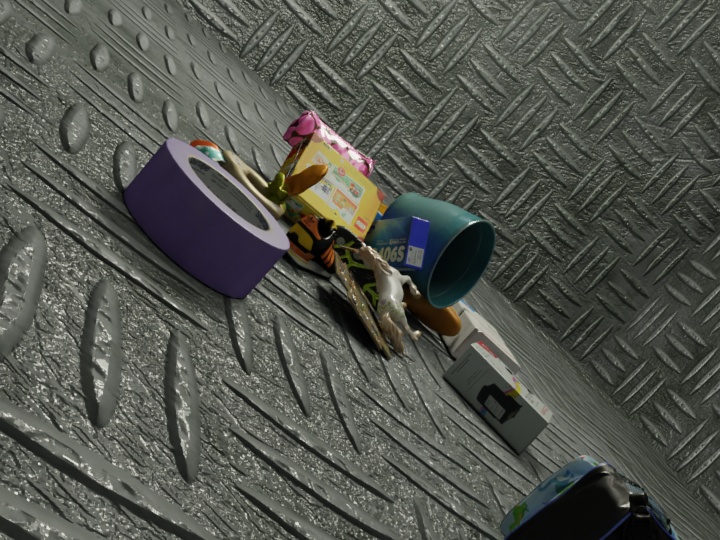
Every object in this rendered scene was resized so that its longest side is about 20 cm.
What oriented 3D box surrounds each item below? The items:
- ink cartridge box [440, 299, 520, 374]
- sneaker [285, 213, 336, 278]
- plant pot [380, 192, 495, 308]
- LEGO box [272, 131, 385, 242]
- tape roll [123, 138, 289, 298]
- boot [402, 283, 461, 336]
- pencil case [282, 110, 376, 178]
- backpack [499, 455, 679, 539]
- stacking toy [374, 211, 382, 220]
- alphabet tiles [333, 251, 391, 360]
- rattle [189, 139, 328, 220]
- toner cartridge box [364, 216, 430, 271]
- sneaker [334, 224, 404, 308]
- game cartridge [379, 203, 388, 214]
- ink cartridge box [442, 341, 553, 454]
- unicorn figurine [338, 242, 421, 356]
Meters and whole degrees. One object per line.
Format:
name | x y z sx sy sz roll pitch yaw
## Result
ink cartridge box | 0.250 0.156 1.977 0.146 0.084 0.200 41 10 -19
sneaker | -0.063 -0.046 1.531 0.070 0.090 0.200 46 10 19
plant pot | 0.141 -0.057 1.839 0.187 0.201 0.200 37 4 33
LEGO box | -0.066 -0.143 1.755 0.200 0.077 0.150 40 54 -20
tape roll | -0.188 -0.065 1.118 0.200 0.085 0.200 43 9 -9
boot | 0.112 0.069 1.872 0.201 0.071 0.144 41 14 18
pencil case | -0.065 -0.254 1.918 0.199 0.094 0.091 38 10 -14
backpack | 0.276 0.326 1.054 0.200 0.183 0.147 43 9 -33
stacking toy | -0.003 -0.086 1.993 0.116 0.110 0.200 42 -2 -7
alphabet tiles | 0.001 0.055 1.477 0.167 0.006 0.200 58 6 -15
rattle | -0.179 -0.190 1.558 0.200 0.143 0.130 48 27 -6
toner cartridge box | 0.055 -0.048 1.748 0.043 0.096 0.199 16 -10 -29
sneaker | 0.000 0.000 1.696 0.201 0.075 0.076 52 -1 -11
game cartridge | 0.110 -0.075 2.069 0.176 0.033 0.200 33 -13 38
ink cartridge box | 0.261 0.234 1.693 0.200 0.083 0.146 45 9 12
unicorn figurine | 0.049 0.038 1.558 0.137 0.073 0.201 45 17 -40
